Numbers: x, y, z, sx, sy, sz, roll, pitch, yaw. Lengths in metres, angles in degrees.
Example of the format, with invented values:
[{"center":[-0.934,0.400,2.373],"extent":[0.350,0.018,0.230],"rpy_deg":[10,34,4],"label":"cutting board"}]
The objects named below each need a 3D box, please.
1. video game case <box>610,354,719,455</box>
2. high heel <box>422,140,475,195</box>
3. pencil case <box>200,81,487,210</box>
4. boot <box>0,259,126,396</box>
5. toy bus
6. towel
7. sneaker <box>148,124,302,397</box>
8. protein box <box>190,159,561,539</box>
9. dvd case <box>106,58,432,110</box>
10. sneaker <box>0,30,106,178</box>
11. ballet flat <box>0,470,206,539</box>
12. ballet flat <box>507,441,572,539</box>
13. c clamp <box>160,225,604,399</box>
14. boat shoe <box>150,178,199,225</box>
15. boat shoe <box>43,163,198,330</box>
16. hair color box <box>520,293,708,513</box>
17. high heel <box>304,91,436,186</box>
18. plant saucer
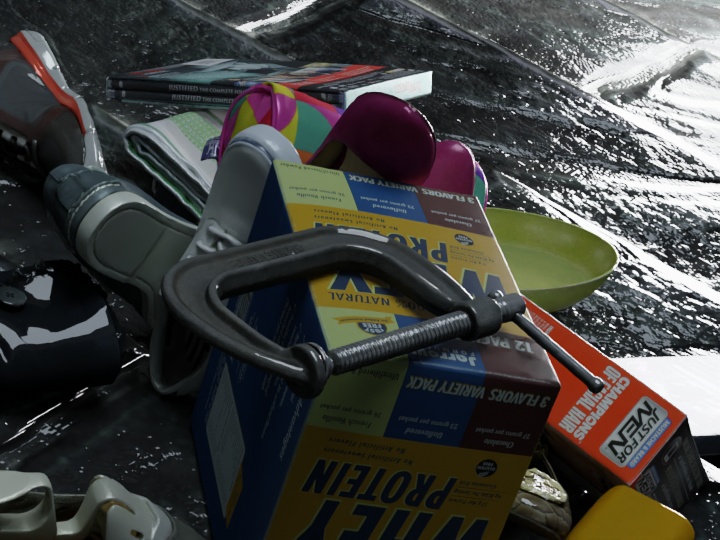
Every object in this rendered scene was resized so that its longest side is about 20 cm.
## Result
[{"center":[0.255,0.094,1.555],"extent":[0.199,0.019,0.143],"rpy_deg":[-1,20,-36],"label":"video game case"},{"center":[0.000,0.000,1.406],"extent":[0.067,0.200,0.096],"rpy_deg":[45,26,3],"label":"high heel"},{"center":[-0.009,-0.064,1.499],"extent":[0.199,0.089,0.089],"rpy_deg":[16,26,-33],"label":"pencil case"},{"center":[-0.211,0.055,1.292],"extent":[0.167,0.077,0.200],"rpy_deg":[-4,30,-32],"label":"boot"},{"center":[0.125,0.203,1.252],"extent":[0.065,0.079,0.200],"rpy_deg":[29,29,16],"label":"toy bus"},{"center":[-0.065,-0.070,1.553],"extent":[0.149,0.031,0.200],"rpy_deg":[43,28,12],"label":"towel"},{"center":[-0.084,0.003,1.347],"extent":[0.073,0.201,0.071],"rpy_deg":[33,40,23],"label":"sneaker"},{"center":[-0.001,0.079,1.260],"extent":[0.134,0.199,0.200],"rpy_deg":[9,30,-18],"label":"protein box"},{"center":[-0.066,-0.137,1.609],"extent":[0.199,0.022,0.146],"rpy_deg":[7,14,26],"label":"dvd case"},{"center":[-0.238,-0.096,1.577],"extent":[0.081,0.077,0.200],"rpy_deg":[-21,41,-14],"label":"sneaker"},{"center":[-0.161,0.141,1.188],"extent":[0.199,0.064,0.067],"rpy_deg":[6,31,-27],"label":"ballet flat"},{"center":[0.098,0.125,1.324],"extent":[0.067,0.047,0.200],"rpy_deg":[31,2,1],"label":"ballet flat"},{"center":[0.004,0.023,1.123],"extent":[0.199,0.027,0.171],"rpy_deg":[-10,39,-39],"label":"c clamp"},{"center":[-0.111,-0.062,1.582],"extent":[0.072,0.063,0.200],"rpy_deg":[22,28,4],"label":"boat shoe"},{"center":[-0.141,-0.016,1.392],"extent":[0.062,0.073,0.200],"rpy_deg":[39,-3,25],"label":"boat shoe"},{"center":[0.128,0.082,1.429],"extent":[0.200,0.064,0.111],"rpy_deg":[36,-12,29],"label":"hair color box"},{"center":[-0.017,-0.041,1.339],"extent":[0.067,0.200,0.096],"rpy_deg":[41,66,1],"label":"high heel"},{"center":[0.090,-0.005,1.603],"extent":[0.199,0.031,0.200],"rpy_deg":[3,17,-1],"label":"plant saucer"}]
